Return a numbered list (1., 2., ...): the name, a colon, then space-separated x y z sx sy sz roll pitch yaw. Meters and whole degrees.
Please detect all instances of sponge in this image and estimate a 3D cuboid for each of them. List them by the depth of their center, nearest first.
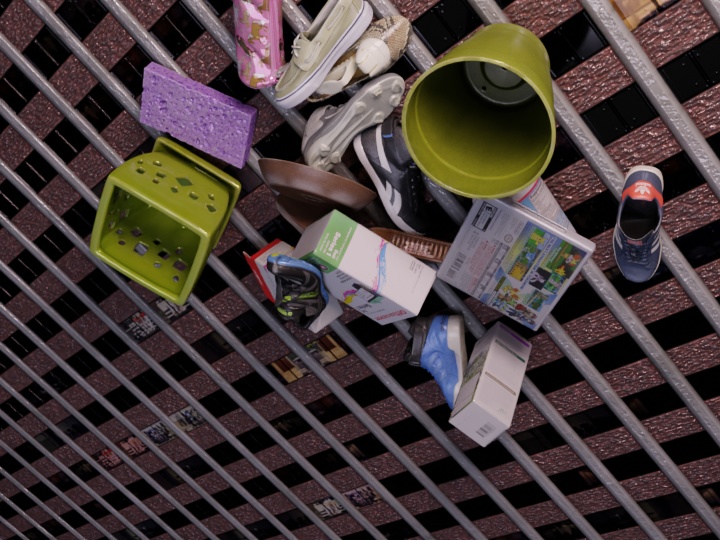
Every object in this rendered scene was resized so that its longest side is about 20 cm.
1. sponge: -0.273 -0.260 1.467 0.198 0.030 0.112 25 133 4

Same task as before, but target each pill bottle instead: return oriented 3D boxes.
1. pill bottle: 0.239 -0.092 1.321 0.108 0.109 0.201 -23 115 36

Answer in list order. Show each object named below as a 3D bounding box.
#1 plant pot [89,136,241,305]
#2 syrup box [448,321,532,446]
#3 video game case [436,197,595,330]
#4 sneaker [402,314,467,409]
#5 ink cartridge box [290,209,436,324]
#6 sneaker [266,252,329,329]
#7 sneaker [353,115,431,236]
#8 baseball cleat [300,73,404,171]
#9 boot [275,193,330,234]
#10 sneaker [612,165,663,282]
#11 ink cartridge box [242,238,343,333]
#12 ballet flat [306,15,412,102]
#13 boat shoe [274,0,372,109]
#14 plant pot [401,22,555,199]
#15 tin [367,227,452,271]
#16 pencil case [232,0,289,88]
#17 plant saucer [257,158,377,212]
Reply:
1. plant pot: -0.329 -0.097 1.522 0.199 0.182 0.200 30 134 -2
2. syrup box: 0.225 0.190 1.495 0.081 0.201 0.079 35 133 -5
3. video game case: 0.225 -0.014 1.304 0.181 0.022 0.201 29 138 5
4. sneaker: 0.136 0.169 1.600 0.110 0.077 0.202 1 123 16
5. ink cartridge box: 0.000 0.000 1.407 0.199 0.085 0.145 31 161 -15
6. sneaker: -0.101 0.036 1.372 0.070 0.083 0.200 20 159 21
7. sneaker: 0.082 -0.147 1.371 0.111 0.073 0.201 -19 117 35
8. baseball cleat: -0.022 -0.243 1.342 0.200 0.107 0.070 -42 136 13
9. boot: -0.071 -0.039 1.537 0.199 0.070 0.147 31 142 9
10. sneaker: 0.409 -0.051 1.295 0.074 0.085 0.202 3 129 21
11. ink cartridge box: -0.124 0.019 1.564 0.199 0.067 0.117 30 150 53
12. ballet flat: -0.008 -0.299 1.285 0.199 0.076 0.068 -24 117 36
13. boat shoe: -0.067 -0.324 1.271 0.062 0.072 0.200 30 115 -32
14. plant pot: 0.177 -0.233 1.175 0.198 0.194 0.202 12 131 15
15. tin: 0.102 -0.027 1.444 0.198 0.042 0.112 13 175 14
16. pencil case: -0.146 -0.372 1.283 0.085 0.083 0.202 7 129 8
17. plant saucer: -0.073 -0.130 1.391 0.198 0.037 0.200 17 176 1
